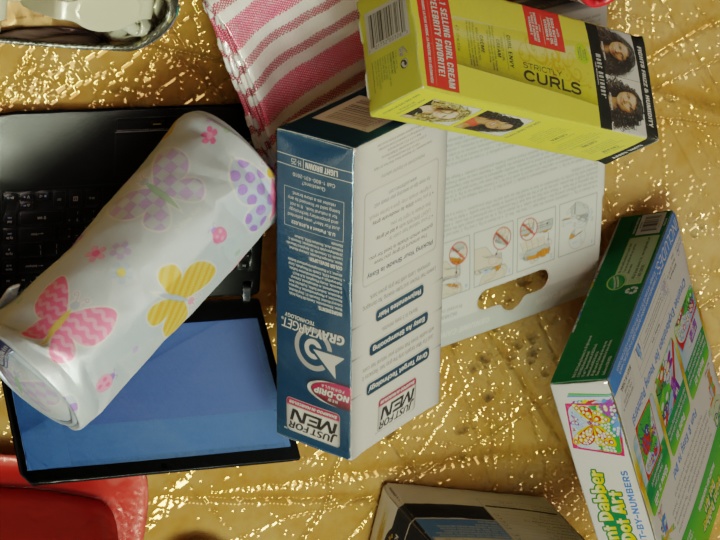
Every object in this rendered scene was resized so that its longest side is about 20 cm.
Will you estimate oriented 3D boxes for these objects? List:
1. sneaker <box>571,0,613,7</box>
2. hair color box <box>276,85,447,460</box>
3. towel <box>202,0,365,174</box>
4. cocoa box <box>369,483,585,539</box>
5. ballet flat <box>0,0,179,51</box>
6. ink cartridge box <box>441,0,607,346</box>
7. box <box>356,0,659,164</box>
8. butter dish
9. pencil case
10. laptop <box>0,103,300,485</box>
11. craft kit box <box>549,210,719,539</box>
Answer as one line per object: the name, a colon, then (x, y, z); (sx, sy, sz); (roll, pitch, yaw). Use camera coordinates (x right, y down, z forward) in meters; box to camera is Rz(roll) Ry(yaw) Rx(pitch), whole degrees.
sneaker: (0.135, -0.254, 1.426); (0.078, 0.116, 0.201); (-19, 117, -15)
hair color box: (0.000, 0.000, 1.415); (0.100, 0.060, 0.201); (-28, 127, -48)
towel: (-0.004, -0.114, 1.454); (0.146, 0.030, 0.201); (-35, 121, -25)
cocoa box: (0.072, 0.264, 1.596); (0.133, 0.131, 0.201); (6, 108, -24)
ballet flat: (-0.195, -0.160, 1.355); (0.199, 0.072, 0.072); (1, 110, -23)
ink cartridge box: (0.084, -0.065, 1.499); (0.160, 0.047, 0.201); (-18, 119, -35)
box: (0.089, -0.117, 1.400); (0.199, 0.050, 0.076); (9, 67, -40)
butter dish: (-0.220, 0.226, 1.452); (0.199, 0.148, 0.200); (4, 109, -24)
pencil case: (-0.133, -0.001, 1.381); (0.200, 0.091, 0.083); (-46, 140, -17)
laptop: (-0.128, 0.011, 1.430); (0.176, 0.103, 0.201); (-4, 112, -22)
craft kit box: (0.190, 0.096, 1.555); (0.048, 0.200, 0.198); (-8, 119, 26)
